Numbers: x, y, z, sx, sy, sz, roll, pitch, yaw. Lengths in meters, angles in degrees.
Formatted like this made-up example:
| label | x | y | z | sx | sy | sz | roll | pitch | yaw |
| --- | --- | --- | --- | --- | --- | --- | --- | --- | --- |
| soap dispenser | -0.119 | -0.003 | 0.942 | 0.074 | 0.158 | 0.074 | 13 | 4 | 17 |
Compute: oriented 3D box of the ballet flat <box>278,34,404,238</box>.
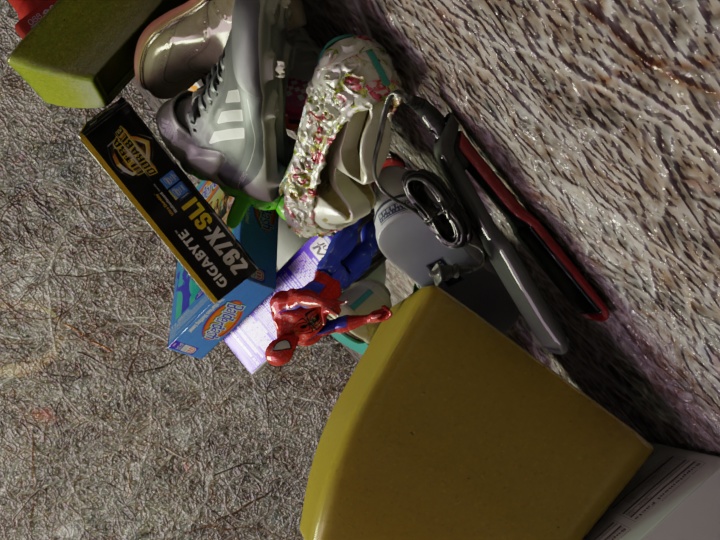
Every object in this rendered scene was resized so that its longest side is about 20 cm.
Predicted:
| label | x | y | z | sx | sy | sz | roll | pitch | yaw |
| --- | --- | --- | --- | --- | --- | --- | --- | --- | --- |
| ballet flat | -0.013 | -0.074 | 0.658 | 0.064 | 0.075 | 0.200 | 52 | 153 | 25 |

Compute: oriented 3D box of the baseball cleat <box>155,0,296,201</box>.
| label | x | y | z | sx | sy | sz | roll | pitch | yaw |
| --- | --- | --- | --- | --- | --- | --- | --- | --- | --- |
| baseball cleat | -0.095 | -0.117 | 0.644 | 0.106 | 0.070 | 0.200 | 12 | 145 | 5 |

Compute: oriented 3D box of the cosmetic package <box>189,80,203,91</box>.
| label | x | y | z | sx | sy | sz | roll | pitch | yaw |
| --- | --- | --- | --- | --- | --- | --- | --- | --- | --- |
| cosmetic package | -0.176 | -0.248 | 0.983 | 0.200 | 0.071 | 0.101 | 54 | 172 | -23 |

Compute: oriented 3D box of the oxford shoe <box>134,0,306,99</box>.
| label | x | y | z | sx | sy | sz | roll | pitch | yaw |
| --- | --- | --- | --- | --- | --- | --- | --- | --- | --- |
| oxford shoe | -0.110 | -0.165 | 0.694 | 0.200 | 0.071 | 0.074 | -26 | 91 | 54 |

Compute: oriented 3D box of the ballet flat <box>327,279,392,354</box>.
| label | x | y | z | sx | sy | sz | roll | pitch | yaw |
| --- | --- | --- | --- | --- | --- | --- | --- | --- | --- |
| ballet flat | 0.005 | 0.043 | 0.896 | 0.070 | 0.069 | 0.200 | 49 | 175 | 5 |

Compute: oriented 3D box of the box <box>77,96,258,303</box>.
| label | x | y | z | sx | sy | sz | roll | pitch | yaw |
| --- | --- | --- | --- | --- | --- | --- | --- | --- | --- |
| box | -0.163 | -0.066 | 0.774 | 0.160 | 0.049 | 0.200 | 55 | 174 | -18 |

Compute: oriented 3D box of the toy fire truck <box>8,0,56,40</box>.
| label | x | y | z | sx | sy | sz | roll | pitch | yaw |
| --- | --- | --- | --- | --- | --- | --- | --- | --- | --- |
| toy fire truck | -0.335 | -0.335 | 1.089 | 0.200 | 0.176 | 0.129 | 49 | 173 | 12 |

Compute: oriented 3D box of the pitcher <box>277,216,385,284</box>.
| label | x | y | z | sx | sy | sz | roll | pitch | yaw |
| --- | --- | --- | --- | --- | --- | --- | --- | --- | --- |
| pitcher | -0.040 | -0.047 | 1.046 | 0.201 | 0.121 | 0.171 | 64 | 159 | -12 |

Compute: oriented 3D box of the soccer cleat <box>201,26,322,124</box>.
| label | x | y | z | sx | sy | sz | roll | pitch | yaw |
| --- | --- | --- | --- | --- | --- | --- | --- | --- | --- |
| soccer cleat | -0.064 | -0.167 | 0.733 | 0.200 | 0.070 | 0.087 | 22 | 114 | 42 |

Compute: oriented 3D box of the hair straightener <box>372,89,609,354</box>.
| label | x | y | z | sx | sy | sz | roll | pitch | yaw |
| --- | --- | --- | --- | --- | --- | --- | --- | --- | --- |
| hair straightener | 0.071 | -0.025 | 0.586 | 0.200 | 0.077 | 0.041 | 53 | 169 | -10 |

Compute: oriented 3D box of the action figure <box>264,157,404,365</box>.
| label | x | y | z | sx | sy | sz | roll | pitch | yaw |
| --- | --- | --- | --- | --- | --- | --- | --- | --- | --- |
| action figure | 0.000 | 0.000 | 0.740 | 0.099 | 0.200 | 0.065 | 11 | 147 | 45 |

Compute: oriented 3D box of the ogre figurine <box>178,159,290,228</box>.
| label | x | y | z | sx | sy | sz | roll | pitch | yaw |
| --- | --- | --- | --- | --- | --- | --- | --- | --- | --- |
| ogre figurine | -0.093 | -0.098 | 0.888 | 0.200 | 0.098 | 0.120 | 43 | -155 | -17 |

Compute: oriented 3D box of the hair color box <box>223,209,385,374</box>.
| label | x | y | z | sx | sy | sz | roll | pitch | yaw |
| --- | --- | --- | --- | --- | --- | --- | --- | --- | --- |
| hair color box | -0.048 | 0.014 | 0.952 | 0.065 | 0.200 | 0.109 | 51 | -144 | 3 |

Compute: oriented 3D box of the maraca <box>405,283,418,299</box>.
| label | x | y | z | sx | sy | sz | roll | pitch | yaw |
| --- | --- | --- | --- | --- | --- | --- | --- | --- | --- |
| maraca | 0.082 | 0.075 | 0.920 | 0.200 | 0.107 | 0.138 | -90 | -20 | -81 |

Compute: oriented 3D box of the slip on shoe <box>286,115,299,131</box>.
| label | x | y | z | sx | sy | sz | roll | pitch | yaw |
| --- | --- | --- | --- | --- | --- | --- | --- | --- | --- |
| slip on shoe | -0.105 | -0.189 | 0.869 | 0.200 | 0.074 | 0.061 | 40 | 171 | 32 |

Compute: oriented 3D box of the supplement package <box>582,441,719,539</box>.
| label | x | y | z | sx | sy | sz | roll | pitch | yaw |
| --- | --- | --- | --- | --- | --- | --- | --- | --- | --- |
| supplement package | 0.219 | 0.233 | 0.684 | 0.152 | 0.151 | 0.200 | 51 | 173 | 2 |

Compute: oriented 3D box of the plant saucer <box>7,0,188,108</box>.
| label | x | y | z | sx | sy | sz | roll | pitch | yaw |
| --- | --- | --- | --- | --- | --- | --- | --- | --- | --- |
| plant saucer | -0.180 | -0.207 | 0.743 | 0.048 | 0.200 | 0.200 | 41 | 174 | -9 |

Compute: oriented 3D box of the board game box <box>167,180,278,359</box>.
| label | x | y | z | sx | sy | sz | roll | pitch | yaw |
| --- | --- | --- | --- | --- | --- | --- | --- | --- | --- |
| board game box | -0.141 | -0.030 | 0.975 | 0.045 | 0.152 | 0.201 | 22 | -132 | -29 |

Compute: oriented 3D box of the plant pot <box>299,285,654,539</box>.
| label | x | y | z | sx | sy | sz | roll | pitch | yaw |
| --- | --- | --- | --- | --- | --- | --- | --- | --- | --- |
| plant pot | 0.057 | 0.156 | 0.708 | 0.194 | 0.200 | 0.196 | 36 | 170 | -1 |

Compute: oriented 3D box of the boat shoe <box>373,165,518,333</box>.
| label | x | y | z | sx | sy | sz | roll | pitch | yaw |
| --- | --- | --- | --- | --- | --- | --- | --- | --- | --- |
| boat shoe | 0.070 | -0.012 | 0.744 | 0.200 | 0.073 | 0.066 | 53 | -161 | -48 |
